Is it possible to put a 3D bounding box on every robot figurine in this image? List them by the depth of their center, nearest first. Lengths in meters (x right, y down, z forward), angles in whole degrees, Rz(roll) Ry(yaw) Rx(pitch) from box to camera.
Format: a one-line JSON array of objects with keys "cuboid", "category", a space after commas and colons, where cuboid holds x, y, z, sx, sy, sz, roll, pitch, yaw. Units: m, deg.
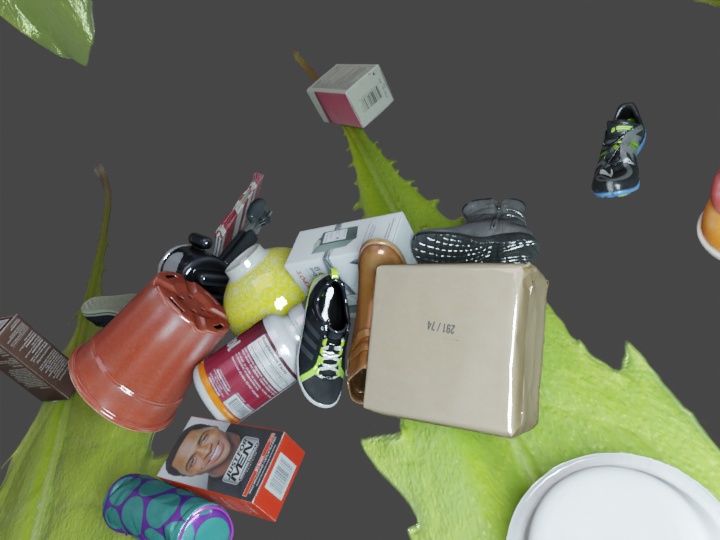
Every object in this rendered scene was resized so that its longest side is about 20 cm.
[{"cuboid": [-0.346, 0.016, 1.155, 0.150, 0.125, 0.199, -46, 39, -18], "category": "robot figurine"}]

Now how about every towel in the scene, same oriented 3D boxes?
[{"cuboid": [-0.286, -0.117, 1.277, 0.202, 0.023, 0.144, -65, 4, -33], "category": "towel"}]

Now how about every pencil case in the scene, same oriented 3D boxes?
[{"cuboid": [-0.266, 0.341, 0.755, 0.198, 0.094, 0.085, 1, 14, 39], "category": "pencil case"}]

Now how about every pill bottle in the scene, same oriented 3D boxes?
[{"cuboid": [-0.152, 0.143, 0.874, 0.199, 0.114, 0.113, -35, 36, -4], "category": "pill bottle"}]

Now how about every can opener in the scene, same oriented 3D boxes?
[{"cuboid": [-0.270, -0.085, 1.263, 0.053, 0.067, 0.201, -2, 43, 36], "category": "can opener"}]

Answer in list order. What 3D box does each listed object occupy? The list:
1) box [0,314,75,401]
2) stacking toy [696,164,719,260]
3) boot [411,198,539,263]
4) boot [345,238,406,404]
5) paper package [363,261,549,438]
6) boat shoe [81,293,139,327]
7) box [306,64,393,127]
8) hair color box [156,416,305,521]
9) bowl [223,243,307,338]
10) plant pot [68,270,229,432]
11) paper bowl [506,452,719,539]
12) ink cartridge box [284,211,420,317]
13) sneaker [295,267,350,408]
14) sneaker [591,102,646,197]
[{"cuboid": [-0.686, 0.186, 1.153, 0.099, 0.201, 0.075, -9, 39, 27], "category": "box"}, {"cuboid": [0.460, -0.113, 0.631, 0.144, 0.201, 0.147, -20, 38, 17], "category": "stacking toy"}, {"cuboid": [0.173, -0.062, 0.876, 0.197, 0.071, 0.133, 3, 39, -4], "category": "boot"}, {"cuboid": [0.019, 0.072, 0.767, 0.072, 0.202, 0.156, 6, 41, 11], "category": "boot"}, {"cuboid": [0.116, 0.091, 0.679, 0.198, 0.103, 0.194, 1, 80, 35], "category": "paper package"}, {"cuboid": [-0.539, 0.097, 1.265, 0.197, 0.063, 0.075, -1, 39, 14], "category": "boat shoe"}, {"cuboid": [-0.029, -0.472, 1.494, 0.128, 0.109, 0.199, -44, 37, -15], "category": "box"}, {"cuboid": [-0.186, 0.276, 0.789, 0.198, 0.062, 0.102, -4, 45, 35], "category": "hair color box"}, {"cuboid": [-0.179, 0.018, 0.997, 0.199, 0.108, 0.201, -34, 18, 13], "category": "bowl"}, {"cuboid": [-0.333, 0.121, 0.917, 0.196, 0.200, 0.201, -48, 35, 9], "category": "plant pot"}, {"cuboid": [0.222, 0.253, 0.473, 0.198, 0.105, 0.202, -20, 39, 17], "category": "paper bowl"}, {"cuboid": [0.000, 0.000, 0.897, 0.198, 0.147, 0.085, -8, 43, 31], "category": "ink cartridge box"}, {"cuboid": [-0.052, 0.098, 0.798, 0.071, 0.204, 0.083, 1, -4, -18], "category": "sneaker"}, {"cuboid": [0.399, -0.187, 0.863, 0.070, 0.083, 0.201, 0, 48, 37], "category": "sneaker"}]
